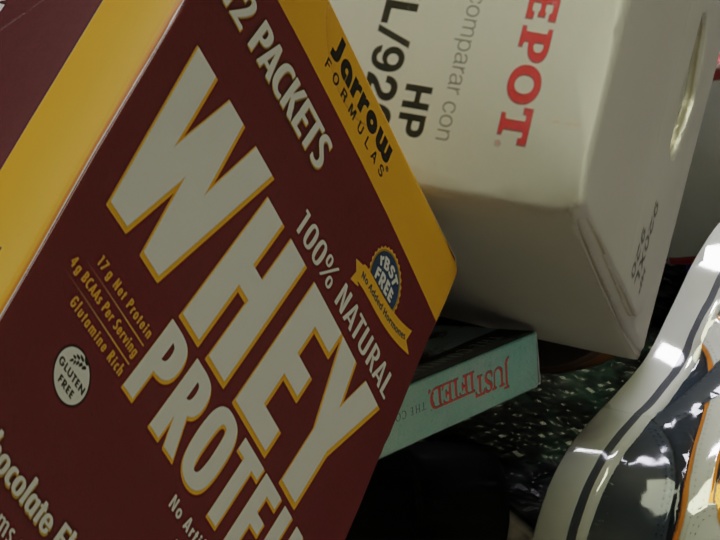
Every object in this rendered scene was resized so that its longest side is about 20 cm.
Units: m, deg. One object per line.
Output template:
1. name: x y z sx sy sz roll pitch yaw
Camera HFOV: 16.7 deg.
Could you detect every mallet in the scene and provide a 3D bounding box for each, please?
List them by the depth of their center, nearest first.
1. mallet: -0.022 0.040 0.818 0.066 0.041 0.200 -6 29 -25

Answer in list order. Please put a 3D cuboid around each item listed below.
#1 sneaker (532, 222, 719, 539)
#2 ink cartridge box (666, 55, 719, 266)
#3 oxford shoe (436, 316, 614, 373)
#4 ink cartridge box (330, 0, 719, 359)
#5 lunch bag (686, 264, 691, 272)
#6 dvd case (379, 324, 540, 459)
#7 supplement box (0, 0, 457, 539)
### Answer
1. sneaker: 0.128 0.051 0.802 0.079 0.079 0.200 17 40 20
2. ink cartridge box: 0.194 -0.089 0.945 0.144 0.084 0.200 -5 27 20
3. oxford shoe: 0.000 0.000 0.819 0.199 0.072 0.071 15 -4 22
4. ink cartridge box: -0.003 -0.079 0.716 0.199 0.148 0.145 11 -13 17
5. lunch bag: 0.231 -0.015 0.957 0.199 0.094 0.150 15 31 27
6. dvd case: -0.068 0.036 0.728 0.199 0.022 0.146 4 13 34
7. supplement box: -0.114 0.024 0.581 0.199 0.133 0.198 -2 45 30
